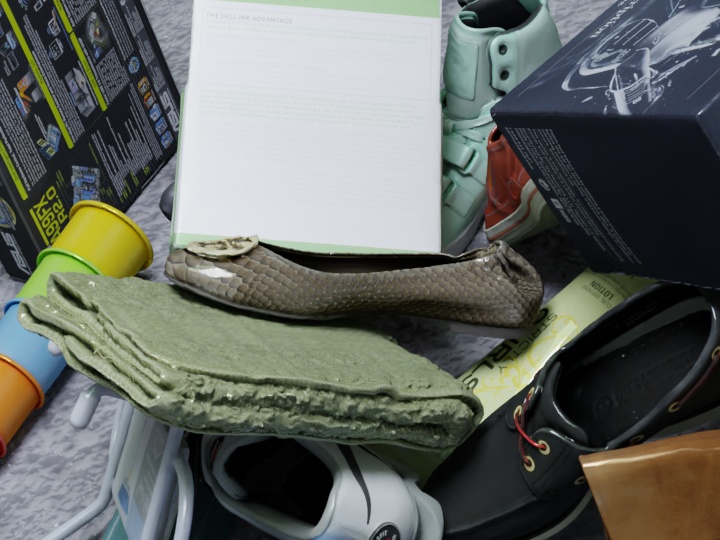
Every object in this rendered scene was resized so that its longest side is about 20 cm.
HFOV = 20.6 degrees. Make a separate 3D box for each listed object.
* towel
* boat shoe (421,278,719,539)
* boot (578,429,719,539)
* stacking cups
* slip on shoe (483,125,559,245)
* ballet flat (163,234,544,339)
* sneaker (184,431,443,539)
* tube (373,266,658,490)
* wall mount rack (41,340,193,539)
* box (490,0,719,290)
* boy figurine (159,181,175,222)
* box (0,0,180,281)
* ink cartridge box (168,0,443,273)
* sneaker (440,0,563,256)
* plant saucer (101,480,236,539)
[{"bbox_3d":[-0.052,0.045,0.961,0.199,0.037,0.148,5,17,-37],"label":"towel"},{"bbox_3d":[0.101,0.070,0.956,0.201,0.063,0.074,-35,52,21],"label":"boat shoe"},{"bbox_3d":[0.196,0.063,0.896,0.199,0.189,0.069,-15,24,4],"label":"boot"},{"bbox_3d":[-0.195,0.051,1.161,0.060,0.061,0.200,11,54,31],"label":"stacking cups"},{"bbox_3d":[0.098,-0.056,1.072,0.074,0.200,0.061,-25,82,-5],"label":"slip on shoe"},{"bbox_3d":[0.000,0.000,1.007,0.199,0.047,0.067,7,17,-14],"label":"ballet flat"},{"bbox_3d":[-0.052,0.086,0.994,0.200,0.088,0.074,25,90,42],"label":"sneaker"},{"bbox_3d":[0.103,0.050,1.044,0.200,0.052,0.058,-41,11,-13],"label":"tube"},{"bbox_3d":[-0.142,0.121,0.998,0.074,0.175,0.200,14,12,-18],"label":"wall mount rack"},{"bbox_3d":[0.194,-0.091,0.904,0.200,0.104,0.182,-41,20,-16],"label":"box"},{"bbox_3d":[-0.049,0.001,1.135,0.124,0.064,0.200,-43,43,7],"label":"boy figurine"},{"bbox_3d":[-0.192,-0.116,1.223,0.044,0.201,0.160,13,51,32],"label":"box"},{"bbox_3d":[-0.027,-0.089,1.095,0.145,0.048,0.201,4,65,-5],"label":"ink cartridge box"},{"bbox_3d":[0.045,-0.084,1.157,0.074,0.119,0.200,26,59,38],"label":"sneaker"},{"bbox_3d":[-0.108,0.147,1.043,0.070,0.019,0.200,2,44,23],"label":"plant saucer"}]
